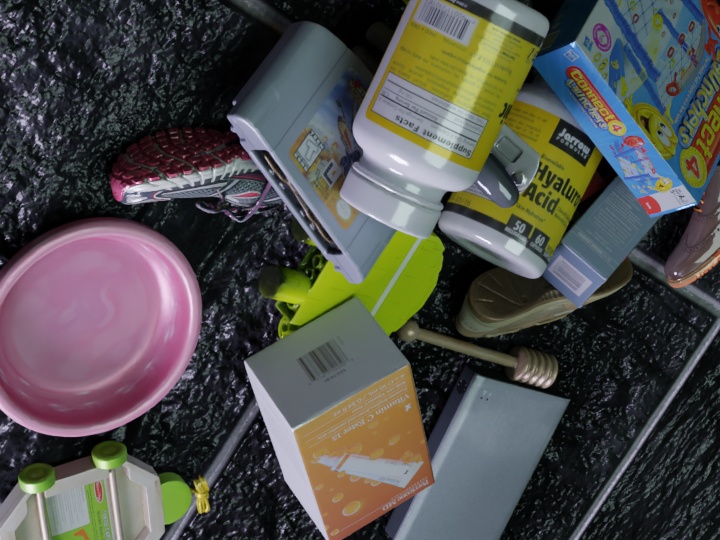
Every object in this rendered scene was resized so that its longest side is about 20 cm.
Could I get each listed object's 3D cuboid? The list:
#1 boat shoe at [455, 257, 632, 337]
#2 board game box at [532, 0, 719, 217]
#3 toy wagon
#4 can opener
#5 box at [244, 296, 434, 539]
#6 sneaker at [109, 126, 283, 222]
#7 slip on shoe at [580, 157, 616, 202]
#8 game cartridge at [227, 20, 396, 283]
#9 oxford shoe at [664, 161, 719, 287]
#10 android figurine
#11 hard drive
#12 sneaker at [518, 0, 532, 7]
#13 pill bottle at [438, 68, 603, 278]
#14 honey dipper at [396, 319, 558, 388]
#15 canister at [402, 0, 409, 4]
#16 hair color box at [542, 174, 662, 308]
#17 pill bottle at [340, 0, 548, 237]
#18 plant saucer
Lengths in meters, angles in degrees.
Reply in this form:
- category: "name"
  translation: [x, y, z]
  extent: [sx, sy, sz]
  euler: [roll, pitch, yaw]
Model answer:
- category: "boat shoe"
  translation: [0.183, 0.018, 1.582]
  extent: [0.199, 0.072, 0.065]
  euler: [-14, 156, -26]
- category: "board game box"
  translation: [0.265, -0.188, 1.429]
  extent: [0.196, 0.056, 0.201]
  euler: [48, 53, -22]
- category: "toy wagon"
  translation: [-0.235, 0.230, 1.444]
  extent: [0.199, 0.040, 0.156]
  euler: [-16, 122, -25]
- category: "can opener"
  translation: [0.073, -0.137, 1.355]
  extent: [0.053, 0.200, 0.066]
  euler: [-49, 171, 14]
- category: "box"
  translation: [-0.016, 0.143, 1.465]
  extent: [0.124, 0.098, 0.201]
  euler: [-29, 141, -13]
- category: "sneaker"
  translation: [-0.115, -0.077, 1.331]
  extent: [0.199, 0.081, 0.075]
  euler: [-9, 121, -29]
- category: "slip on shoe"
  translation: [0.208, -0.096, 1.533]
  extent: [0.200, 0.061, 0.074]
  euler: [-49, 131, 1]
- category: "game cartridge"
  translation: [-0.021, -0.104, 1.323]
  extent: [0.133, 0.041, 0.200]
  euler: [-54, 127, -24]
- category: "oxford shoe"
  translation: [0.372, -0.075, 1.652]
  extent: [0.073, 0.071, 0.201]
  euler: [34, 90, -19]
- category: "android figurine"
  translation: [0.000, 0.000, 1.452]
  extent: [0.199, 0.041, 0.183]
  euler: [11, 117, -46]
- category: "hard drive"
  translation: [0.123, 0.204, 1.656]
  extent: [0.139, 0.033, 0.201]
  euler: [16, 105, -37]
- category: "sneaker"
  translation: [0.096, -0.169, 1.426]
  extent: [0.079, 0.074, 0.201]
  euler: [16, 112, -46]
- category: "pill bottle"
  translation: [0.162, -0.104, 1.460]
  extent: [0.111, 0.111, 0.201]
  euler: [31, 84, -39]
- category: "honey dipper"
  translation: [0.116, 0.082, 1.589]
  extent: [0.199, 0.038, 0.038]
  euler: [17, 105, -33]
- category: "canister"
  translation: [0.096, -0.327, 1.327]
  extent: [0.200, 0.086, 0.149]
  euler: [-45, 129, -5]
- category: "hair color box"
  translation: [0.264, -0.064, 1.529]
  extent: [0.200, 0.061, 0.099]
  euler: [-48, 175, -18]
- category: "pill bottle"
  translation: [0.061, -0.134, 1.264]
  extent: [0.111, 0.111, 0.201]
  euler: [19, 102, -37]
- category: "plant saucer"
  translation: [-0.235, 0.044, 1.339]
  extent: [0.199, 0.051, 0.202]
  euler: [-14, 120, -25]
